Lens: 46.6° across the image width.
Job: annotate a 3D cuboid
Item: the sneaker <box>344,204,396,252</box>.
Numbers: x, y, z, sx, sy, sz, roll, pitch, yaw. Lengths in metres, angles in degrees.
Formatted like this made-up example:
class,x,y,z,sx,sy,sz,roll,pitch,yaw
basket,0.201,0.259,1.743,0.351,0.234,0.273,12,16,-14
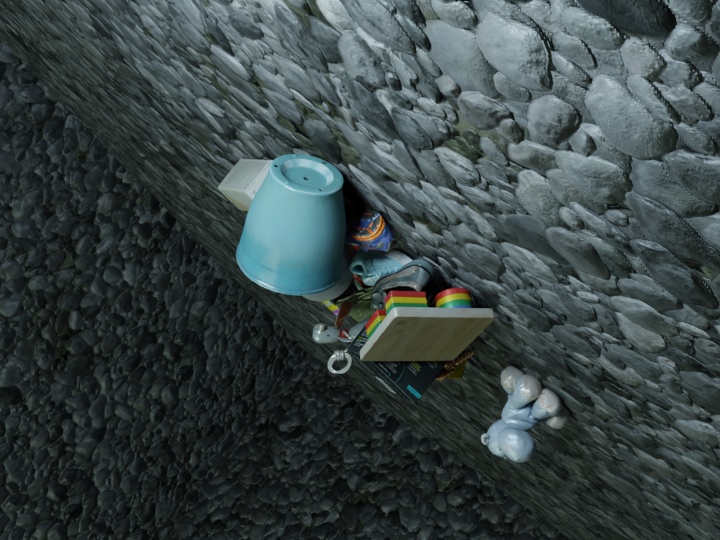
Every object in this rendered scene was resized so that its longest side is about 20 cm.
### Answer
class,x,y,z,sx,sy,sz,roll,pitch,yaw
sneaker,-0.001,-0.069,1.586,0.078,0.076,0.199,42,170,-29

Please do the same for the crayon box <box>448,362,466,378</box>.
class,x,y,z,sx,sy,sz,roll,pitch,yaw
crayon box,0.129,0.200,2.010,0.170,0.059,0.199,8,-172,-33

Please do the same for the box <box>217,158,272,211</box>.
class,x,y,z,sx,sy,sz,roll,pitch,yaw
box,-0.230,-0.184,1.821,0.078,0.095,0.199,44,169,-25

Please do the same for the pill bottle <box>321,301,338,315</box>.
class,x,y,z,sx,sy,sz,roll,pitch,yaw
pill bottle,-0.090,0.013,2.077,0.200,0.105,0.104,43,167,-20

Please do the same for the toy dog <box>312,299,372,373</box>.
class,x,y,z,sx,sy,sz,roll,pitch,yaw
toy dog,-0.001,0.124,1.795,0.097,0.197,0.133,86,161,-56

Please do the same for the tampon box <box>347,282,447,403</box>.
class,x,y,z,sx,sy,sz,roll,pitch,yaw
tampon box,0.101,0.138,1.705,0.150,0.201,0.126,44,167,-17

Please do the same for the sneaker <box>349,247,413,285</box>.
class,x,y,z,sx,sy,sz,roll,pitch,yaw
sneaker,0.049,0.005,1.667,0.074,0.082,0.199,45,166,-32

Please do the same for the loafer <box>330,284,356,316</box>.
class,x,y,z,sx,sy,sz,roll,pitch,yaw
loafer,-0.058,0.043,1.913,0.069,0.076,0.201,29,164,26

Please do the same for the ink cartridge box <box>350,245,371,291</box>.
class,x,y,z,sx,sy,sz,roll,pitch,yaw
ink cartridge box,0.000,0.000,1.880,0.109,0.051,0.200,42,169,-5

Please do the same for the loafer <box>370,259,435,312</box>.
class,x,y,z,sx,sy,sz,roll,pitch,yaw
loafer,0.067,0.043,1.593,0.071,0.063,0.200,35,144,-10

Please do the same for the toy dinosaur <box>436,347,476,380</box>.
class,x,y,z,sx,sy,sz,roll,pitch,yaw
toy dinosaur,0.172,0.198,1.811,0.197,0.137,0.103,0,135,32

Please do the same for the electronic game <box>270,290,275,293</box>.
class,x,y,z,sx,sy,sz,roll,pitch,yaw
electronic game,-0.193,-0.045,2.023,0.041,0.204,0.199,6,-176,-25

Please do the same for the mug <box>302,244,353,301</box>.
class,x,y,z,sx,sy,sz,roll,pitch,yaw
mug,-0.111,-0.018,1.706,0.185,0.151,0.153,29,-175,7

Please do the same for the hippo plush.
class,x,y,z,sx,sy,sz,roll,pitch,yaw
hippo plush,0.316,0.306,1.748,0.159,0.162,0.199,45,167,-27

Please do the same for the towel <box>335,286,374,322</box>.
class,x,y,z,sx,sy,sz,roll,pitch,yaw
towel,0.056,0.093,1.884,0.147,0.037,0.199,-18,141,36

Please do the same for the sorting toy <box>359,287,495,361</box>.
class,x,y,z,sx,sy,sz,roll,pitch,yaw
sorting toy,0.116,0.097,1.546,0.195,0.071,0.201,2,151,-19

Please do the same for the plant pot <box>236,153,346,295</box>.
class,x,y,z,sx,sy,sz,roll,pitch,yaw
plant pot,-0.112,-0.093,1.481,0.199,0.199,0.190,33,129,25
